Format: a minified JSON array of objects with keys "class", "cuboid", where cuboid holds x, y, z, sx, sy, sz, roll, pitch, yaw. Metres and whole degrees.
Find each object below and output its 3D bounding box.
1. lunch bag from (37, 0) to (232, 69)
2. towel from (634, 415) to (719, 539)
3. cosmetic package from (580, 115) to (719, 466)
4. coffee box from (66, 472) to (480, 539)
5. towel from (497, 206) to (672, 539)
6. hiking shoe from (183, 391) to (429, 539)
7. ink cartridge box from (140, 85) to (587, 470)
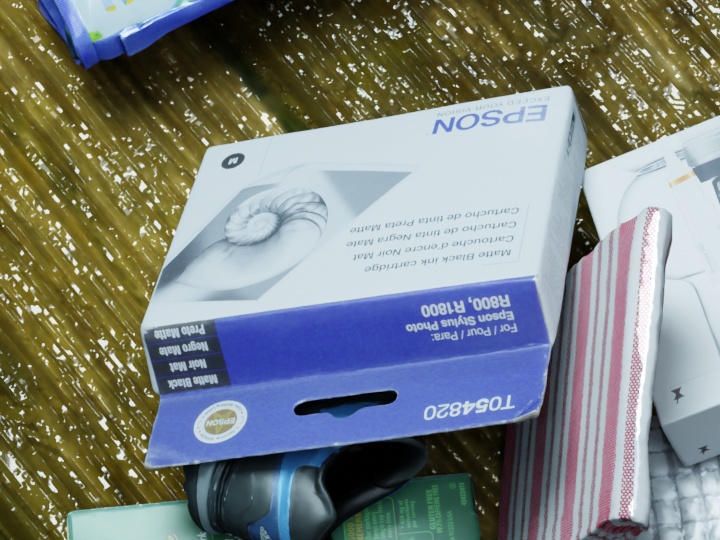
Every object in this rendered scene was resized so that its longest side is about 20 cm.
[{"class":"lunch bag","cuboid":[-0.106,-0.213,1.395,0.170,0.127,0.200,-26,64,-8]},{"class":"towel","cuboid":[0.205,0.160,1.293,0.165,0.086,0.200,-11,67,5]},{"class":"cosmetic package","cuboid":[0.218,-0.014,1.286,0.200,0.052,0.151,-22,57,10]},{"class":"coffee box","cuboid":[-0.038,0.168,1.313,0.200,0.044,0.123,-7,70,-2]},{"class":"towel","cuboid":[0.105,0.066,1.266,0.030,0.200,0.147,9,72,-11]},{"class":"hiking shoe","cuboid":[0.007,0.067,1.310,0.087,0.074,0.200,25,57,29]},{"class":"ink cartridge box","cuboid":[0.000,0.000,1.289,0.199,0.041,0.200,-9,39,19]}]
